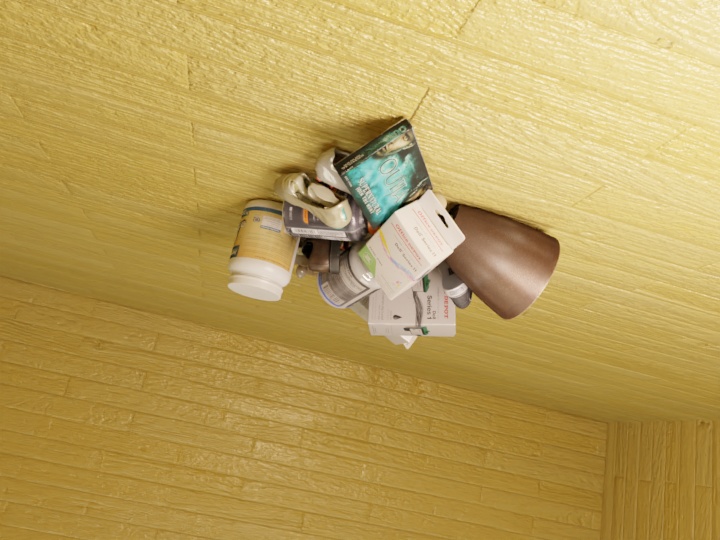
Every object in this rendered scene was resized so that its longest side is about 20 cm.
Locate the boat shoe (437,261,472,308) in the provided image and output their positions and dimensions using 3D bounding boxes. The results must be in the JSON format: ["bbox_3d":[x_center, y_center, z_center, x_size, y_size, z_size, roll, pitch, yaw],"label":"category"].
[{"bbox_3d":[0.214,0.015,1.253,0.070,0.200,0.067,-25,113,15],"label":"boat shoe"}]

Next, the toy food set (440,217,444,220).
[{"bbox_3d":[0.123,-0.076,1.254,0.199,0.049,0.197,27,157,-37],"label":"toy food set"}]

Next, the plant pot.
[{"bbox_3d":[0.246,-0.035,1.124,0.199,0.188,0.187,31,159,-8],"label":"plant pot"}]

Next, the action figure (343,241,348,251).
[{"bbox_3d":[-0.010,-0.022,1.412,0.065,0.052,0.200,15,156,6],"label":"action figure"}]

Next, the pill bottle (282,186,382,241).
[{"bbox_3d":[-0.047,-0.114,1.155,0.198,0.107,0.106,5,161,19],"label":"pill bottle"}]

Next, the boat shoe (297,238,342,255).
[{"bbox_3d":[-0.121,-0.074,1.387,0.063,0.074,0.200,21,168,-40],"label":"boat shoe"}]

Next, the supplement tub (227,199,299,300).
[{"bbox_3d":[-0.219,-0.045,1.323,0.143,0.202,0.145,11,162,4],"label":"supplement tub"}]

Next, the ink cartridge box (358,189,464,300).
[{"bbox_3d":[0.088,-0.043,1.052,0.067,0.118,0.200,-29,169,-35],"label":"ink cartridge box"}]

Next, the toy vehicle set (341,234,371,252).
[{"bbox_3d":[-0.018,-0.052,1.455,0.124,0.027,0.199,26,158,-37],"label":"toy vehicle set"}]

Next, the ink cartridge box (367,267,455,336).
[{"bbox_3d":[0.121,0.071,1.336,0.198,0.147,0.084,0,155,7],"label":"ink cartridge box"}]

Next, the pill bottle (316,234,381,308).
[{"bbox_3d":[0.000,0.000,1.260,0.113,0.115,0.200,22,146,-29],"label":"pill bottle"}]

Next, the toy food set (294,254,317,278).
[{"bbox_3d":[-0.151,-0.011,1.552,0.142,0.061,0.200,12,174,24],"label":"toy food set"}]

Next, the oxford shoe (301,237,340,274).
[{"bbox_3d":[-0.083,-0.064,1.235,0.084,0.200,0.073,0,120,0],"label":"oxford shoe"}]

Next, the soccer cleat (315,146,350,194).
[{"bbox_3d":[0.012,-0.159,1.047,0.199,0.070,0.077,22,152,-24],"label":"soccer cleat"}]

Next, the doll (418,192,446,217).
[{"bbox_3d":[0.116,-0.074,1.100,0.048,0.137,0.200,-9,149,-25],"label":"doll"}]

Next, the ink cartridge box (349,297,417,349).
[{"bbox_3d":[0.085,0.092,1.474,0.200,0.129,0.125,38,165,-3],"label":"ink cartridge box"}]

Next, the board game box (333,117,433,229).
[{"bbox_3d":[0.046,-0.154,0.964,0.135,0.028,0.200,-34,154,3],"label":"board game box"}]

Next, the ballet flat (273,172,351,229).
[{"bbox_3d":[-0.096,-0.148,1.087,0.199,0.070,0.069,31,173,28],"label":"ballet flat"}]
